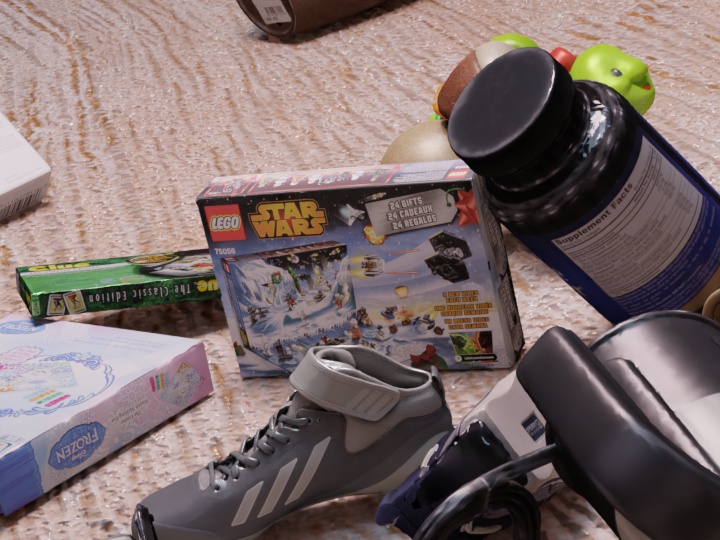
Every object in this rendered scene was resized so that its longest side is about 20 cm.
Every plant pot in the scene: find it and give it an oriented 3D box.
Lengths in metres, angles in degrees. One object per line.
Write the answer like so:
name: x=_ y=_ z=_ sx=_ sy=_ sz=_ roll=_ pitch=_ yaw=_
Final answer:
plant pot: x=-0.034 y=-0.332 z=2.485 sx=0.187 sy=0.187 sz=0.200 roll=12 pitch=45 yaw=48

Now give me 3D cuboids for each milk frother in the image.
milk frother: x=0.137 y=0.143 z=1.184 sx=0.180 sy=0.200 sz=0.188 roll=14 pitch=21 yaw=-26

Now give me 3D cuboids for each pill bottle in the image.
pill bottle: x=0.149 y=-0.050 z=1.533 sx=0.112 sy=0.200 sz=0.112 roll=-31 pitch=37 yaw=27

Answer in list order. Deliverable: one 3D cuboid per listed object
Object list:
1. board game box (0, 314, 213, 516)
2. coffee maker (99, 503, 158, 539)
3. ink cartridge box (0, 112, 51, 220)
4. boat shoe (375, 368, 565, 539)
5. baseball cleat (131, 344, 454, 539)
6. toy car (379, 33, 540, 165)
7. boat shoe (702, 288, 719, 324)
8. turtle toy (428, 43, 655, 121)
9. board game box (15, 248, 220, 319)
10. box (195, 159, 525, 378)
board game box: x=-0.238 y=0.093 z=1.627 sx=0.200 sy=0.043 sz=0.199 roll=6 pitch=27 yaw=41
coffee maker: x=-0.178 y=0.216 z=1.138 sx=0.199 sy=0.135 sz=0.192 roll=-14 pitch=21 yaw=-3
ink cartridge box: x=-0.391 y=-0.111 z=2.090 sx=0.160 sy=0.047 sz=0.200 roll=-29 pitch=67 yaw=-37
boat shoe: x=0.071 y=0.112 z=1.363 sx=0.093 sy=0.075 sz=0.200 roll=-40 pitch=-11 yaw=16
baseball cleat: x=-0.046 y=0.100 z=1.410 sx=0.199 sy=0.107 sz=0.070 roll=-16 pitch=25 yaw=-5
toy car: x=0.076 y=-0.057 z=1.781 sx=0.200 sy=0.158 sz=0.164 roll=-37 pitch=10 yaw=16
boat shoe: x=0.309 y=0.028 z=1.458 sx=0.199 sy=0.072 sz=0.065 roll=-4 pitch=13 yaw=15
turtle toy: x=0.142 y=-0.128 z=1.913 sx=0.200 sy=0.101 sz=0.146 roll=0 pitch=23 yaw=30
board game box: x=-0.150 y=0.006 z=1.777 sx=0.199 sy=0.024 sz=0.105 roll=-6 pitch=14 yaw=-13
box: x=0.000 y=0.000 z=1.603 sx=0.199 sy=0.137 sz=0.040 roll=-3 pitch=25 yaw=23
